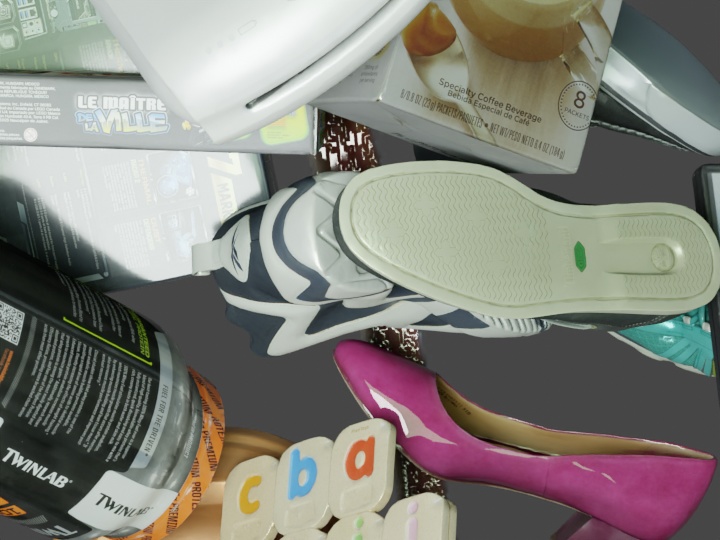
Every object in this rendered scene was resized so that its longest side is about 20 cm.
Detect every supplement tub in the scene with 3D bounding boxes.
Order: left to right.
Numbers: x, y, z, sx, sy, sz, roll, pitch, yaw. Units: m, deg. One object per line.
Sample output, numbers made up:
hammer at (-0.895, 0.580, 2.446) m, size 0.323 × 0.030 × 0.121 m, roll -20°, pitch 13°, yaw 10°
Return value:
supplement tub at (-0.170, 0.058, 1.340) m, size 0.199 × 0.123 × 0.123 m, roll 30°, pitch 100°, yaw -36°

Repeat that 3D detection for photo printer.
photo printer at (-0.048, -0.159, 1.203) m, size 0.166 × 0.069 × 0.200 m, roll -38°, pitch 51°, yaw 3°

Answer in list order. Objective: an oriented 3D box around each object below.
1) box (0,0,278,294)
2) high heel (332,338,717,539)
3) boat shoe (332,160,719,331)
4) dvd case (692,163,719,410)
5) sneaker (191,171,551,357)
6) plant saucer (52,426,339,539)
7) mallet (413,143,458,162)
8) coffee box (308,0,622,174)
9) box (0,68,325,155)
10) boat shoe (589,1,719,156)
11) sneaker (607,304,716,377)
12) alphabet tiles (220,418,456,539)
box at (-0.133, -0.090, 1.402) m, size 0.156 × 0.051 × 0.202 m, roll -12°, pitch 95°, yaw 5°
high heel at (0.084, 0.075, 1.390) m, size 0.199 × 0.068 × 0.096 m, roll 36°, pitch 108°, yaw -14°
boat shoe at (0.072, -0.006, 1.289) m, size 0.199 × 0.068 × 0.072 m, roll 9°, pitch 76°, yaw -25°
dvd case at (0.267, 0.015, 1.340) m, size 0.198 × 0.018 × 0.144 m, roll -1°, pitch 74°, yaw -12°
sneaker at (0.000, 0.000, 1.357) m, size 0.129 × 0.198 × 0.080 m, roll -10°, pitch 83°, yaw 43°
plant saucer at (-0.075, 0.185, 1.433) m, size 0.198 × 0.037 × 0.202 m, roll 1°, pitch 95°, yaw 6°
mallet at (0.002, -0.124, 1.380) m, size 0.200 × 0.066 × 0.041 m, roll 46°, pitch 120°, yaw 1°
coffee box at (0.062, -0.157, 1.261) m, size 0.114 × 0.080 × 0.202 m, roll 18°, pitch 84°, yaw -27°
box at (-0.118, -0.079, 1.321) m, size 0.198 × 0.110 × 0.035 m, roll 2°, pitch 95°, yaw 1°
boat shoe at (0.099, -0.104, 1.365) m, size 0.198 × 0.074 × 0.068 m, roll 27°, pitch 121°, yaw -17°
sneaker at (0.201, 0.031, 1.369) m, size 0.199 × 0.080 × 0.078 m, roll 25°, pitch 98°, yaw 3°
alphabet tiles at (-0.030, 0.176, 1.329) m, size 0.199 × 0.015 × 0.197 m, roll -21°, pitch 55°, yaw 41°
